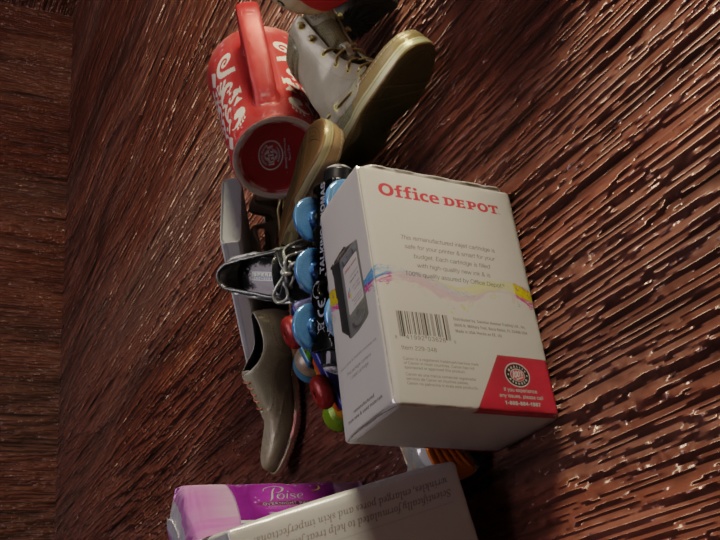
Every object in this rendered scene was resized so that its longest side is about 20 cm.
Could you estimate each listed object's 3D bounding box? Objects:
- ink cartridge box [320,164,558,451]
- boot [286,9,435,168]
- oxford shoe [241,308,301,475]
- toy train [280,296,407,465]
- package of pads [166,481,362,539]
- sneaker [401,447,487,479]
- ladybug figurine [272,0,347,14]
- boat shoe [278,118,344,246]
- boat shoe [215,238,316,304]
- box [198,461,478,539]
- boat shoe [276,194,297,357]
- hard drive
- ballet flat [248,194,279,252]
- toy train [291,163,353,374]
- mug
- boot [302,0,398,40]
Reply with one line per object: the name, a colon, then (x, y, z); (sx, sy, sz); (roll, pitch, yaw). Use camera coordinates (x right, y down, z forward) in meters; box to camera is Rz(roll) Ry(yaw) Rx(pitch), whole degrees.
ink cartridge box: (0.056, 0.031, 0.744); (0.086, 0.147, 0.201); (-48, 41, 48)
boot: (-0.009, -0.216, 0.979); (0.155, 0.072, 0.200); (64, 148, 17)
oxford shoe: (-0.112, 0.144, 1.152); (0.071, 0.073, 0.202); (-11, 74, 63)
toy train: (-0.012, 0.131, 0.961); (0.201, 0.084, 0.116); (61, 157, 25)
package of pads: (-0.080, 0.261, 0.915); (0.121, 0.198, 0.076); (-124, 42, -58)
sneaker: (0.047, 0.095, 0.837); (0.092, 0.075, 0.201); (126, 143, -53)
ladybug figurine: (-0.017, -0.320, 0.933); (0.200, 0.135, 0.072); (-36, 72, 35)
boat shoe: (-0.039, -0.087, 0.998); (0.200, 0.064, 0.072); (119, 160, -61)
boat shoe: (-0.069, 0.003, 1.018); (0.198, 0.068, 0.074); (5, 93, 35)
box: (-0.008, 0.271, 0.715); (0.131, 0.198, 0.202); (-36, 67, 57)
boat shoe: (-0.073, 0.009, 1.110); (0.072, 0.067, 0.202); (-18, 68, 62)
hard drive: (-0.147, 0.004, 1.201); (0.132, 0.026, 0.201); (-99, 3, -51)
ballet flat: (-0.109, -0.062, 1.209); (0.076, 0.063, 0.201); (133, 137, -52)
toy train: (0.000, 0.000, 0.906); (0.086, 0.114, 0.202); (-21, 65, 53)
mug: (-0.121, -0.197, 1.119); (0.133, 0.178, 0.201); (-33, 39, 14)
boot: (-0.017, -0.372, 1.077); (0.164, 0.065, 0.202); (-12, 78, 51)
